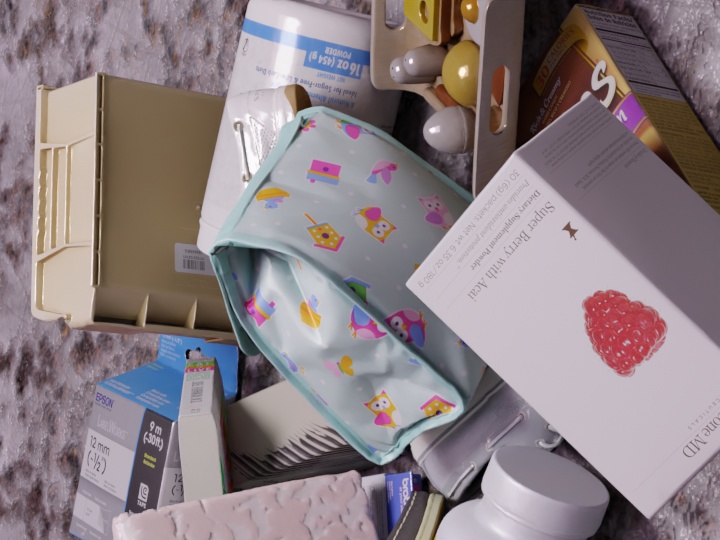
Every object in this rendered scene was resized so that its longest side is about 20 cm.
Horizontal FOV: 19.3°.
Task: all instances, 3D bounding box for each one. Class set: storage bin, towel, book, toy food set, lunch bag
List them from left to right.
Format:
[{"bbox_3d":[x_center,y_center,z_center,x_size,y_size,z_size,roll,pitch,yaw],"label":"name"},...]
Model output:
[{"bbox_3d":[-0.152,-0.044,1.690,0.093,0.199,0.200,-11,75,51],"label":"storage bin"},{"bbox_3d":[-0.121,0.152,1.630,0.200,0.048,0.135,-107,12,-79],"label":"book"},{"bbox_3d":[-0.063,0.250,1.457,0.032,0.190,0.201,141,117,-63],"label":"towel"},{"bbox_3d":[0.000,0.000,1.421,0.122,0.200,0.171,-40,13,44],"label":"lunch bag"},{"bbox_3d":[0.051,-0.152,1.433,0.200,0.060,0.144,-128,34,-54],"label":"toy food set"}]

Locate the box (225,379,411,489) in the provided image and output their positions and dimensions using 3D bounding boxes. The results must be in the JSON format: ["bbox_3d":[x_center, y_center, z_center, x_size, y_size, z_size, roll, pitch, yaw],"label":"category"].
[{"bbox_3d":[-0.014,0.110,1.571,0.200,0.082,0.069,-28,63,51],"label":"box"}]

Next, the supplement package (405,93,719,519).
[{"bbox_3d":[0.152,0.019,1.241,0.200,0.120,0.121,43,125,6],"label":"supplement package"}]

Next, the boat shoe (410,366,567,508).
[{"bbox_3d":[0.113,0.095,1.418,0.201,0.070,0.072,-44,71,40],"label":"boat shoe"}]

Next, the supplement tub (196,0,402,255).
[{"bbox_3d":[-0.042,-0.101,1.605,0.132,0.131,0.202,23,103,53],"label":"supplement tub"}]

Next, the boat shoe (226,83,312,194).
[{"bbox_3d":[-0.064,-0.031,1.518,0.069,0.071,0.202,-4,91,12],"label":"boat shoe"}]

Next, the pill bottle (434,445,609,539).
[{"bbox_3d":[0.090,0.221,1.377,0.112,0.111,0.201,40,117,50],"label":"pill bottle"}]

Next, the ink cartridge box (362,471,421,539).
[{"bbox_3d":[-0.004,0.217,1.572,0.200,0.042,0.120,-19,71,55],"label":"ink cartridge box"}]

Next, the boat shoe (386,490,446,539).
[{"bbox_3d":[-0.004,0.233,1.424,0.072,0.066,0.202,84,-151,-71],"label":"boat shoe"}]

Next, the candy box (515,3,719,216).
[{"bbox_3d":[0.168,-0.062,1.367,0.117,0.056,0.201,-57,41,33],"label":"candy box"}]

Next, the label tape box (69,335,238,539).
[{"bbox_3d":[-0.176,0.148,1.804,0.143,0.066,0.202,17,100,54],"label":"label tape box"}]
